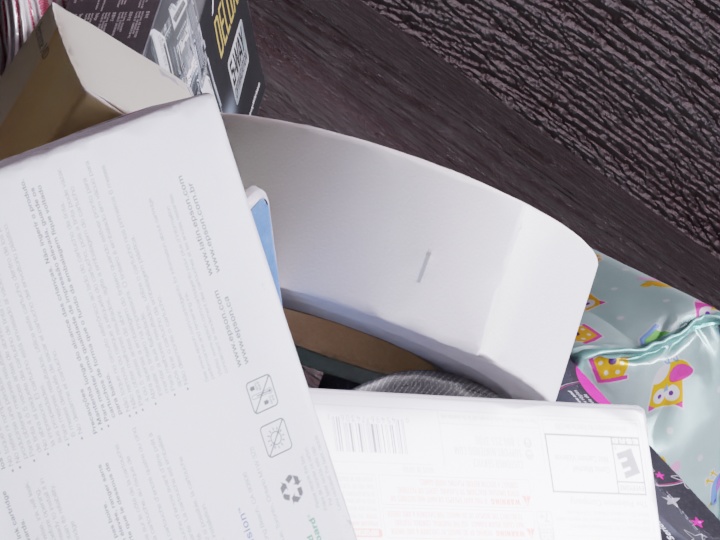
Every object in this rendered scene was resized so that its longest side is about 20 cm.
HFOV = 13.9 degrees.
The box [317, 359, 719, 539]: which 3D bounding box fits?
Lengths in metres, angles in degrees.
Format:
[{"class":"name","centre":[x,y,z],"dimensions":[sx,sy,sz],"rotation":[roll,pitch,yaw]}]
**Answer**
[{"class":"box","centre":[0.063,0.125,1.412],"dimensions":[0.114,0.132,0.200],"rotation":[0,34,-36]}]

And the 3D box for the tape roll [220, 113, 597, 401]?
[{"class":"tape roll","centre":[0.000,0.000,1.288],"dimensions":[0.202,0.071,0.202],"rotation":[18,-11,4]}]

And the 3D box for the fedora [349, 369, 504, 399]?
[{"class":"fedora","centre":[0.023,0.148,1.254],"dimensions":[0.200,0.177,0.090],"rotation":[47,-29,-9]}]

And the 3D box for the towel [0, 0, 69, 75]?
[{"class":"towel","centre":[-0.152,-0.152,1.444],"dimensions":[0.200,0.030,0.147],"rotation":[-16,93,-79]}]

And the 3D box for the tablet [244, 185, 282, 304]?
[{"class":"tablet","centre":[-0.078,0.069,1.123],"dimensions":[0.014,0.130,0.200],"rotation":[10,36,24]}]

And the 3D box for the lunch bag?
[{"class":"lunch bag","centre":[0.118,0.100,1.566],"dimensions":[0.122,0.201,0.170],"rotation":[-18,23,-26]}]

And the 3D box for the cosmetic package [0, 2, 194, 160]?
[{"class":"cosmetic package","centre":[-0.141,0.006,1.147],"dimensions":[0.071,0.200,0.105],"rotation":[31,13,-24]}]

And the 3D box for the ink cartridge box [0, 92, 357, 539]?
[{"class":"ink cartridge box","centre":[-0.100,0.058,1.012],"dimensions":[0.200,0.043,0.197],"rotation":[-23,99,-42]}]

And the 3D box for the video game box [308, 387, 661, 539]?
[{"class":"video game box","centre":[0.041,0.142,1.168],"dimensions":[0.200,0.047,0.183],"rotation":[5,69,-37]}]

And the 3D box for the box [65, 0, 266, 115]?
[{"class":"box","centre":[-0.097,-0.095,1.438],"dimensions":[0.050,0.158,0.200],"rotation":[-1,38,11]}]
